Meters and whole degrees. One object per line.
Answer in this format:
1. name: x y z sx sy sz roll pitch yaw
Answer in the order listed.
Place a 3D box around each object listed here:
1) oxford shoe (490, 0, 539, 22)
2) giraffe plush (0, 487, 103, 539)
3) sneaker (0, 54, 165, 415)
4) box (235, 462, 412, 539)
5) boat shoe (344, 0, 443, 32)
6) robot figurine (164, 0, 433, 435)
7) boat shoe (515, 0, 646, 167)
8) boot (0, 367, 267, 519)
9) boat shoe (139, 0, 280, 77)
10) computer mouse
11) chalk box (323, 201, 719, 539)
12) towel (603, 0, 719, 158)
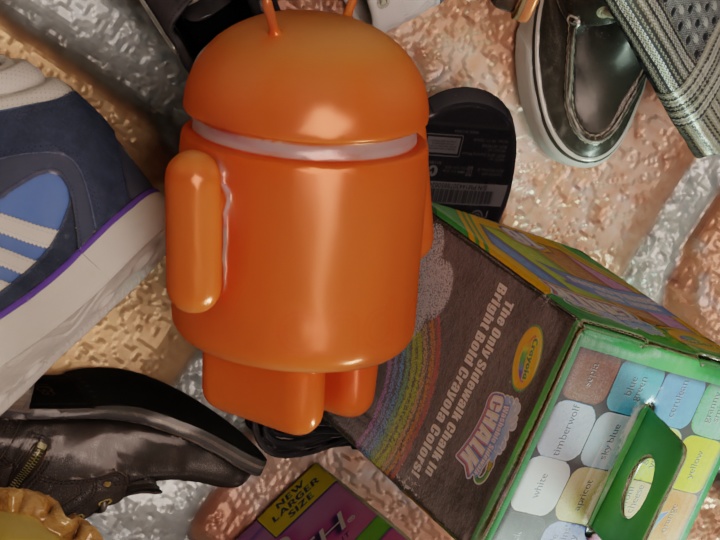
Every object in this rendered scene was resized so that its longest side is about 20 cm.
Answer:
1. oxford shoe: 0.067 -0.223 1.353 0.072 0.071 0.202 2 95 -3
2. giraffe plush: -0.149 0.176 1.240 0.162 0.172 0.200 46 69 -22
3. sneaker: -0.195 -0.013 1.265 0.146 0.081 0.200 44 66 9
4. box: -0.023 0.210 1.334 0.176 0.200 0.097 -43 112 -6
5. boat shoe: -0.016 -0.199 1.313 0.067 0.073 0.201 -38 113 -12
6. robot figurine: -0.027 -0.031 1.263 0.143 0.117 0.202 0 107 -14
7. boat shoe: 0.126 -0.148 1.384 0.070 0.064 0.202 3 101 -22
8. boot: -0.159 0.133 1.345 0.199 0.069 0.175 14 100 -16
9. boat shoe: -0.070 -0.136 1.312 0.072 0.063 0.201 -30 112 -13
10. computer mouse: 0.000 0.000 1.380 0.140 0.046 0.201 -3 114 -28
11. chalk box: 0.094 0.069 1.314 0.123 0.200 0.125 17 104 -38
12. towel: 0.182 -0.186 1.357 0.200 0.034 0.193 -55 131 -25
